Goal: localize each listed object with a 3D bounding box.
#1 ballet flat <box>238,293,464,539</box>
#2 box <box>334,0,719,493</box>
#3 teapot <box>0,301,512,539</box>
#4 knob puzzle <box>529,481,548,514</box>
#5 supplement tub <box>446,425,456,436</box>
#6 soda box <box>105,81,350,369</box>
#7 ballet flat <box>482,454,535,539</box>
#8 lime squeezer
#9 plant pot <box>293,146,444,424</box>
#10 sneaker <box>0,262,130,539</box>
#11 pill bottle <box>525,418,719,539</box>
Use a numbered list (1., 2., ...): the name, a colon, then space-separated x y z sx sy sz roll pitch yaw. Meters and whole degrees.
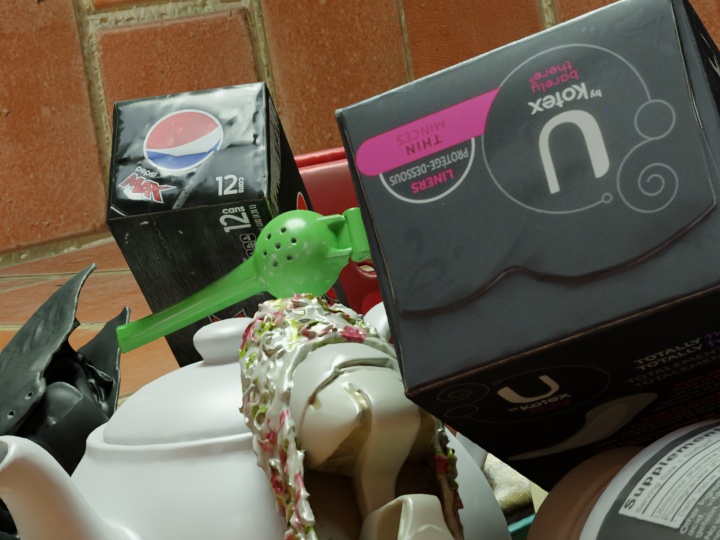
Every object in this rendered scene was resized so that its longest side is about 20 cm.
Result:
1. ballet flat: 0.010 0.078 0.689 0.075 0.201 0.064 -3 -36 -22
2. box: 0.091 0.001 0.738 0.122 0.107 0.200 -20 -23 15
3. teapot: -0.034 0.090 0.801 0.196 0.147 0.200 -9 5 -3
4. knob puzzle: 0.154 0.079 0.825 0.218 0.031 0.220 -23 20 9
5. supplement tub: 0.142 0.034 1.073 0.199 0.124 0.122 -13 7 -25
6. soda box: -0.050 0.008 0.930 0.070 0.064 0.201 -7 -37 9
7. ballet flat: 0.117 0.084 0.940 0.199 0.071 0.071 -15 8 -20
8. lime squeezer: 0.000 0.000 0.846 0.198 0.038 0.071 -12 -37 -7
9. plant pot: -0.013 0.025 1.177 0.199 0.184 0.200 -9 7 1
10. sneaker: -0.150 0.085 0.911 0.104 0.060 0.200 -33 26 17
11. pill bottle: 0.127 0.101 0.609 0.110 0.112 0.200 -12 7 -23
